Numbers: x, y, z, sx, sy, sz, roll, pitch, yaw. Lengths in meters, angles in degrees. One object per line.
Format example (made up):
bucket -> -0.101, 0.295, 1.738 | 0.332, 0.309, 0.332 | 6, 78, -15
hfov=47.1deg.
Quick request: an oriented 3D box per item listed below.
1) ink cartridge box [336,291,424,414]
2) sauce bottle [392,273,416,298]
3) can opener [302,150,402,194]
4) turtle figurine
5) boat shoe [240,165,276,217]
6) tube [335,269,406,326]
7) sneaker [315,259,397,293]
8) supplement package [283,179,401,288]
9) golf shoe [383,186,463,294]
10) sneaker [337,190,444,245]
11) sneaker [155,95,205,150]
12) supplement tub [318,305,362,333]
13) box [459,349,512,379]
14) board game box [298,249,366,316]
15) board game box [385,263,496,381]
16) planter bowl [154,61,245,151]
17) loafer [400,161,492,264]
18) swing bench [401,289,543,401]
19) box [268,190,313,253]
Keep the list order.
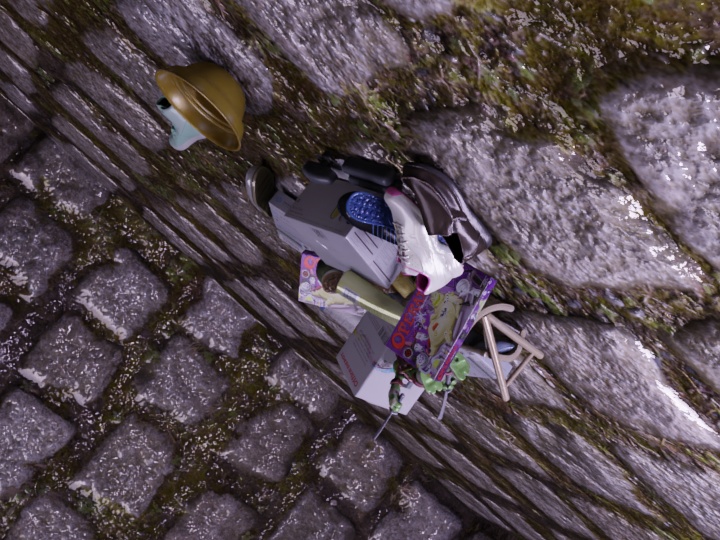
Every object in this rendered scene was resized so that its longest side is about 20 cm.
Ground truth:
ink cartridge box -> 0.072, 0.169, 1.746 | 0.145, 0.201, 0.147 | 24, -161, -30
sauce bottle -> 0.103, 0.025, 1.662 | 0.064, 0.065, 0.200 | 18, 156, 52
can opener -> -0.014, -0.160, 1.413 | 0.199, 0.067, 0.053 | 18, 155, 41
turtle figurine -> 0.127, 0.226, 1.558 | 0.142, 0.202, 0.194 | 12, 165, -18
boat shoe -> -0.231, -0.180, 1.825 | 0.068, 0.075, 0.200 | 29, 164, 12
tube -> 0.048, 0.069, 1.540 | 0.199, 0.052, 0.058 | 32, -158, 15
sneaker -> 0.000, 0.000, 1.706 | 0.090, 0.198, 0.068 | -129, 43, -54
supplement package -> -0.017, -0.077, 1.554 | 0.199, 0.111, 0.156 | 20, 157, 48
golf shoe -> 0.089, -0.044, 1.348 | 0.200, 0.091, 0.075 | 52, 174, -23
sneaker -> 0.052, -0.084, 1.411 | 0.199, 0.071, 0.078 | 26, 177, -20
sneaker -> -0.389, -0.327, 1.764 | 0.118, 0.074, 0.200 | 38, 156, -25
supplement tub -> 0.006, 0.084, 1.924 | 0.199, 0.132, 0.132 | 38, 165, -1
box -> 0.230, 0.178, 1.846 | 0.156, 0.041, 0.200 | 42, 163, -11
board game box -> -0.040, 0.032, 1.829 | 0.198, 0.121, 0.032 | 13, -160, 15
board game box -> 0.138, 0.076, 1.439 | 0.120, 0.201, 0.032 | 32, -174, 38
planter bowl -> -0.271, -0.318, 1.506 | 0.200, 0.084, 0.201 | 36, 165, 11
loafer -> 0.127, -0.085, 1.273 | 0.200, 0.072, 0.073 | 45, 163, -23
swing bench -> 0.206, 0.117, 1.573 | 0.198, 0.130, 0.201 | 17, 149, 54
box -> -0.127, -0.087, 1.887 | 0.155, 0.041, 0.200 | 34, 165, 14
